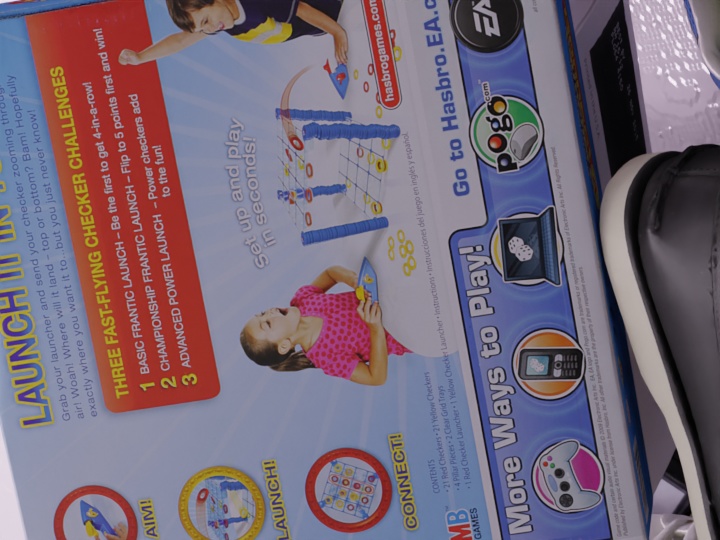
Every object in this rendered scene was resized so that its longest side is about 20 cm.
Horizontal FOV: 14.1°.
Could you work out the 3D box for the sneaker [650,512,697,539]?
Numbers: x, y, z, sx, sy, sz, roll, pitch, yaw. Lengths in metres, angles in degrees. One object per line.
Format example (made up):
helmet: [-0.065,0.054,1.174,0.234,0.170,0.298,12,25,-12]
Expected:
sneaker: [0.150,0.110,1.090,0.200,0.073,0.085,12,134,41]

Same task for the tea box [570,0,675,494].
tea box: [0.000,0.000,1.059,0.196,0.134,0.201,3,123,25]

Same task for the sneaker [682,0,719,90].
sneaker: [0.150,-0.052,0.924,0.076,0.077,0.200,-32,89,38]

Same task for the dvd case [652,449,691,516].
dvd case: [0.060,0.095,1.238,0.142,0.018,0.200,34,147,8]

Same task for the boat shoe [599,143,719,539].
boat shoe: [0.139,0.053,0.899,0.063,0.074,0.202,-4,118,42]

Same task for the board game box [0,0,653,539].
board game box: [-0.020,0.001,0.914,0.056,0.195,0.201,-58,-42,-76]

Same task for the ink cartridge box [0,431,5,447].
ink cartridge box: [-0.122,0.007,1.352,0.125,0.128,0.200,59,165,6]
